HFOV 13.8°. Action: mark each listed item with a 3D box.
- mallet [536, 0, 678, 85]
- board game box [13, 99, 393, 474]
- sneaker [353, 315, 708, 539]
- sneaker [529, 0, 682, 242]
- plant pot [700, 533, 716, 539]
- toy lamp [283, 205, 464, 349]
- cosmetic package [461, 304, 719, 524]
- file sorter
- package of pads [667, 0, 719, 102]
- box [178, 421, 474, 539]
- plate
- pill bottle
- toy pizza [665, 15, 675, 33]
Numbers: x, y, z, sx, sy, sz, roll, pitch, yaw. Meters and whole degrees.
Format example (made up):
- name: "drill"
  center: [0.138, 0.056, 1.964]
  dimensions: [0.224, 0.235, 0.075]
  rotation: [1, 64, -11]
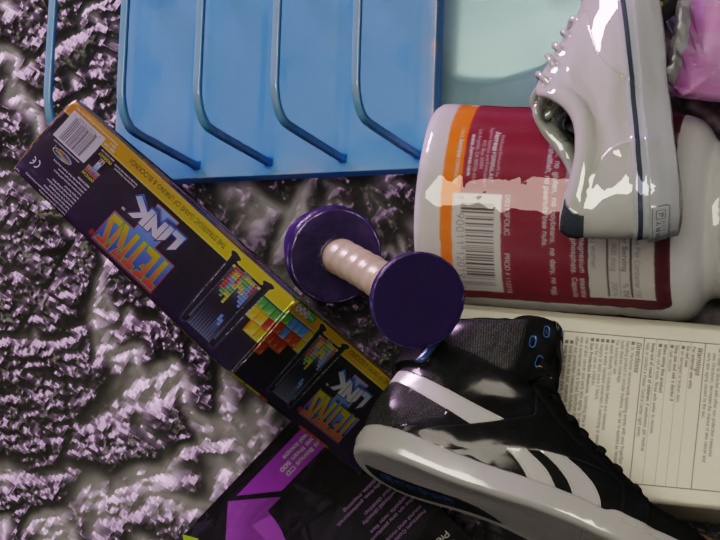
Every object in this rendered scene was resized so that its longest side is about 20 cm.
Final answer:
- name: "mallet"
  center: [0.188, -0.151, 1.659]
  dimensions: [0.200, 0.041, 0.066]
  rotation: [-45, 78, -6]
- name: "board game box"
  center: [-0.077, 0.010, 1.623]
  dimensions: [0.057, 0.165, 0.200]
  rotation: [-48, 56, -1]
- name: "sneaker"
  center: [0.107, 0.085, 1.566]
  dimensions: [0.199, 0.073, 0.112]
  rotation: [22, 69, 9]
- name: "sneaker"
  center: [0.125, -0.103, 1.580]
  dimensions: [0.070, 0.073, 0.201]
  rotation: [-3, 53, -2]
- name: "plant pot"
  center: [0.145, 0.229, 1.591]
  dimensions: [0.200, 0.093, 0.202]
  rotation: [-2, 76, 10]
- name: "toy lamp"
  center: [0.000, 0.000, 1.627]
  dimensions: [0.058, 0.200, 0.058]
  rotation: [-2, 99, -15]
- name: "cosmetic package"
  center: [0.137, 0.080, 1.637]
  dimensions: [0.199, 0.073, 0.104]
  rotation: [6, 79, 12]
- name: "file sorter"
  center: [-0.067, -0.132, 1.685]
  dimensions: [0.199, 0.123, 0.139]
  rotation: [-2, 78, 21]
- name: "package of pads"
  center: [0.266, -0.144, 1.610]
  dimensions: [0.199, 0.076, 0.121]
  rotation: [5, 99, -4]
- name: "box"
  center: [-0.010, 0.175, 1.624]
  dimensions: [0.143, 0.036, 0.200]
  rotation: [-46, 50, -3]
- name: "plate"
  center: [0.074, -0.174, 1.736]
  dimensions: [0.199, 0.026, 0.201]
  rotation: [-2, 77, 10]
- name: "pill bottle"
  center: [0.137, -0.031, 1.643]
  dimensions: [0.199, 0.114, 0.115]
  rotation: [4, 77, 12]
- name: "toy pizza"
  center: [0.265, -0.181, 1.696]
  dimensions: [0.199, 0.032, 0.201]
  rotation: [-2, 77, 9]
